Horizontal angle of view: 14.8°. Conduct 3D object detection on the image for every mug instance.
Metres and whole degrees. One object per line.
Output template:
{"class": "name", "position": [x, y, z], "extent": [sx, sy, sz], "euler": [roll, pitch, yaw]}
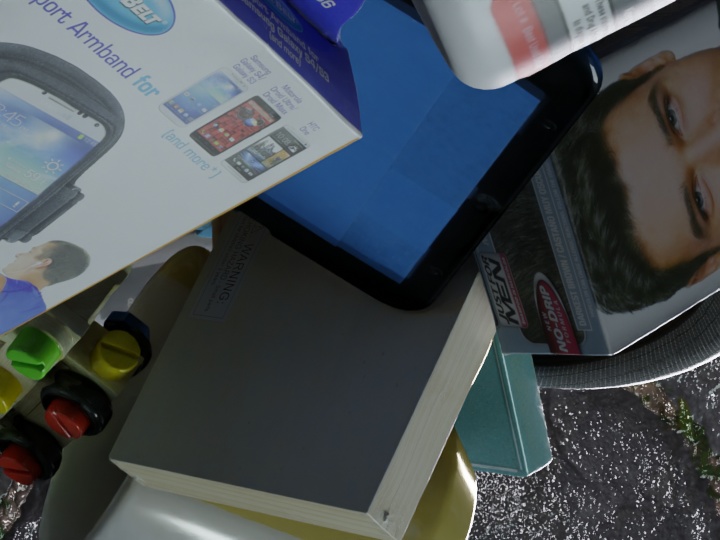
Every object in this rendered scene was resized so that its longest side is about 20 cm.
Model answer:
{"class": "mug", "position": [-0.028, 0.083, 1.151], "extent": [0.187, 0.153, 0.150], "euler": [-38, -150, 57]}

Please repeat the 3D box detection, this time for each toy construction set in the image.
{"class": "toy construction set", "position": [-0.152, 0.014, 1.123], "extent": [0.092, 0.131, 0.200], "euler": [-54, -172, -17]}

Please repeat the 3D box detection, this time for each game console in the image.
{"class": "game console", "position": [-0.047, -0.038, 0.891], "extent": [0.170, 0.119, 0.200], "euler": [-25, 165, -26]}

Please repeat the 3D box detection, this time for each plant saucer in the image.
{"class": "plant saucer", "position": [0.034, 0.021, 1.168], "extent": [0.070, 0.200, 0.019], "euler": [7, -129, 19]}

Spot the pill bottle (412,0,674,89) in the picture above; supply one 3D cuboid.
{"class": "pill bottle", "position": [0.091, -0.138, 0.694], "extent": [0.200, 0.116, 0.116], "euler": [-26, 177, 1]}

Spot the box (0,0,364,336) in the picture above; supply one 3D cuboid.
{"class": "box", "position": [-0.095, -0.046, 0.790], "extent": [0.200, 0.042, 0.119], "euler": [-27, 138, 23]}

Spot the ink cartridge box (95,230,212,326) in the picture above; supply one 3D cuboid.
{"class": "ink cartridge box", "position": [-0.156, 0.000, 1.348], "extent": [0.162, 0.050, 0.200], "euler": [-11, -167, -9]}

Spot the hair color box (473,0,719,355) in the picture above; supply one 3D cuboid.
{"class": "hair color box", "position": [0.124, -0.053, 1.019], "extent": [0.200, 0.099, 0.061], "euler": [-29, -163, -35]}

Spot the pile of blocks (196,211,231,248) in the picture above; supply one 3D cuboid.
{"class": "pile of blocks", "position": [-0.034, -0.006, 1.242], "extent": [0.082, 0.062, 0.200], "euler": [-10, 163, 32]}

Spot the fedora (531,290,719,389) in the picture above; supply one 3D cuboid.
{"class": "fedora", "position": [0.087, -0.035, 1.166], "extent": [0.200, 0.177, 0.090], "euler": [-31, -150, 46]}

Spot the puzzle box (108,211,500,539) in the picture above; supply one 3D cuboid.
{"class": "puzzle box", "position": [0.000, 0.000, 1.041], "extent": [0.133, 0.025, 0.200], "euler": [8, -116, 41]}
